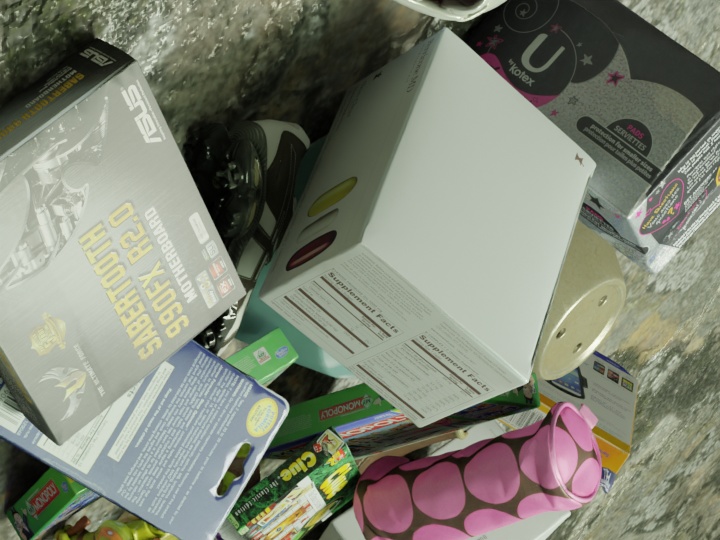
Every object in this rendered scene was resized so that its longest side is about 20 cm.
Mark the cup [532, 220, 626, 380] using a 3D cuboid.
[{"bbox_3d":[0.131,0.006,1.661,0.200,0.143,0.201,-35,149,-25],"label":"cup"}]

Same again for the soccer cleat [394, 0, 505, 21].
[{"bbox_3d":[0.067,-0.194,1.374,0.200,0.086,0.070,0,125,-56],"label":"soccer cleat"}]

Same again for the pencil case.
[{"bbox_3d":[0.093,0.163,1.595,0.091,0.199,0.094,52,36,-29],"label":"pencil case"}]

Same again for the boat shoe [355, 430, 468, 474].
[{"bbox_3d":[0.061,0.122,1.775,0.202,0.075,0.075,-48,153,-3],"label":"boat shoe"}]

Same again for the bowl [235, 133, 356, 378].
[{"bbox_3d":[0.000,0.000,1.503,0.201,0.105,0.201,-36,149,-26],"label":"bowl"}]

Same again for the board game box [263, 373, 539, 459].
[{"bbox_3d":[0.022,0.114,1.607,0.200,0.029,0.134,-19,163,33],"label":"board game box"}]

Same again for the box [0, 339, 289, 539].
[{"bbox_3d":[-0.152,0.090,1.340,0.200,0.032,0.121,36,80,-29],"label":"box"}]

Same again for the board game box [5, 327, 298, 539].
[{"bbox_3d":[-0.149,0.118,1.455,0.200,0.029,0.135,-31,173,-32],"label":"board game box"}]

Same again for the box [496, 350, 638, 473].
[{"bbox_3d":[0.189,0.112,1.842,0.042,0.119,0.200,-60,180,19],"label":"box"}]

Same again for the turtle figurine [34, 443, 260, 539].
[{"bbox_3d":[-0.140,0.176,1.493,0.200,0.065,0.161,-30,-179,37],"label":"turtle figurine"}]

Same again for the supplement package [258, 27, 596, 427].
[{"bbox_3d":[0.049,-0.029,1.370,0.111,0.156,0.200,-27,-148,44],"label":"supplement package"}]

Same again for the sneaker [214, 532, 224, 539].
[{"bbox_3d":[-0.112,0.295,1.583,0.081,0.083,0.201,-28,128,-33],"label":"sneaker"}]

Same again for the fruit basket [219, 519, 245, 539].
[{"bbox_3d":[-0.162,0.269,1.649,0.185,0.094,0.201,-32,133,-30],"label":"fruit basket"}]

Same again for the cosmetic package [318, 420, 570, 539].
[{"bbox_3d":[0.052,0.262,1.844,0.199,0.123,0.200,-30,162,-32],"label":"cosmetic package"}]

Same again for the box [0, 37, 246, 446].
[{"bbox_3d":[-0.171,-0.016,1.231,0.158,0.048,0.200,-39,133,-20],"label":"box"}]

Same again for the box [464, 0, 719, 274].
[{"bbox_3d":[0.176,-0.117,1.509,0.132,0.200,0.115,-47,151,-5],"label":"box"}]

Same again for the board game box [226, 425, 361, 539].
[{"bbox_3d":[-0.048,0.177,1.584,0.105,0.023,0.200,-41,166,-6],"label":"board game box"}]

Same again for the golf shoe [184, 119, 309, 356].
[{"bbox_3d":[-0.082,-0.015,1.393,0.094,0.078,0.200,-21,142,-43],"label":"golf shoe"}]
